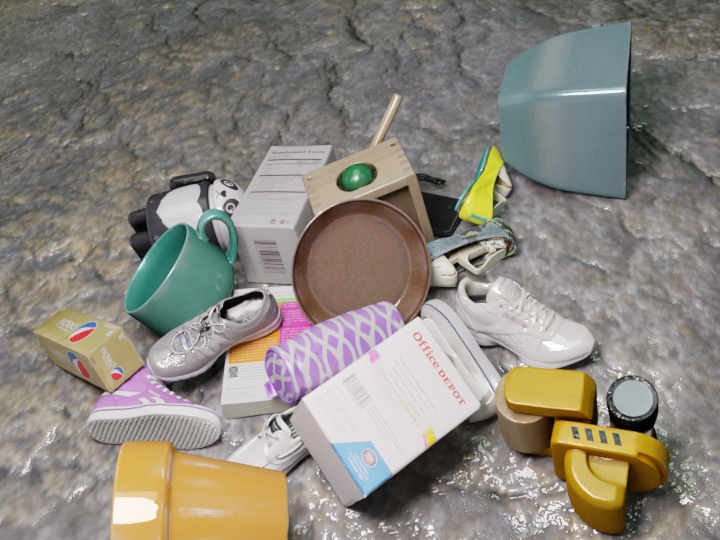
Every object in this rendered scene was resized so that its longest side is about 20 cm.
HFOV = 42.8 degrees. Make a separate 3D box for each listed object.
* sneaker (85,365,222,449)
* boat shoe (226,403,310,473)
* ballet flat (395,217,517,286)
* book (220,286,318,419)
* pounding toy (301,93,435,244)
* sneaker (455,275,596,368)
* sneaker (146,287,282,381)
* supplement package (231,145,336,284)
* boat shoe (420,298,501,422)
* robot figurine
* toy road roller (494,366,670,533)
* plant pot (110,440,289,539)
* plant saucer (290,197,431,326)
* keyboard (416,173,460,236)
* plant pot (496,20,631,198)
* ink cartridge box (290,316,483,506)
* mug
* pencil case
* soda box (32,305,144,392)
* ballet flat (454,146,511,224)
[{"bbox_3d":[-0.265,0.173,1.238,0.196,0.074,0.115,2,41,18],"label":"sneaker"},{"bbox_3d":[-0.098,0.207,1.153,0.198,0.068,0.073,-31,43,-17],"label":"boat shoe"},{"bbox_3d":[0.140,-0.015,1.330,0.197,0.075,0.075,-26,42,-10],"label":"ballet flat"},{"bbox_3d":[-0.120,0.108,1.286,0.130,0.049,0.203,-7,44,7],"label":"book"},{"bbox_3d":[0.017,-0.115,1.358,0.181,0.202,0.143,-21,41,0],"label":"pounding toy"},{"bbox_3d":[0.208,0.065,1.196,0.196,0.101,0.075,14,46,27],"label":"sneaker"},{"bbox_3d":[-0.202,0.075,1.241,0.198,0.083,0.075,-30,64,-15],"label":"sneaker"},{"bbox_3d":[-0.110,-0.090,1.444,0.115,0.118,0.202,2,43,21],"label":"supplement package"},{"bbox_3d":[0.116,0.117,1.193,0.069,0.072,0.201,-22,48,-13],"label":"boat shoe"},{"bbox_3d":[-0.268,-0.074,1.464,0.195,0.154,0.125,-12,11,3],"label":"robot figurine"},{"bbox_3d":[0.242,0.201,1.025,0.196,0.124,0.148,6,56,21],"label":"toy road roller"},{"bbox_3d":[-0.170,0.288,1.008,0.179,0.203,0.202,-1,40,-8],"label":"plant pot"},{"bbox_3d":[0.000,0.000,1.282,0.196,0.205,0.037,-17,10,-4],"label":"plant saucer"},{"bbox_3d":[0.081,-0.115,1.491,0.196,0.021,0.128,15,56,28],"label":"keyboard"},{"bbox_3d":[0.318,-0.247,1.431,0.195,0.199,0.198,1,43,18],"label":"plant pot"},{"bbox_3d":[0.036,0.163,1.087,0.198,0.125,0.130,-32,79,-21],"label":"ink cartridge box"},{"bbox_3d":[-0.244,0.019,1.331,0.184,0.114,0.154,-31,35,36],"label":"mug"},{"bbox_3d":[-0.029,0.105,1.200,0.197,0.085,0.085,-18,79,-29],"label":"pencil case"},{"bbox_3d":[-0.390,0.108,1.306,0.064,0.069,0.198,-42,31,-28],"label":"soda box"},{"bbox_3d":[0.201,-0.128,1.436,0.066,0.068,0.201,25,37,6],"label":"ballet flat"}]
